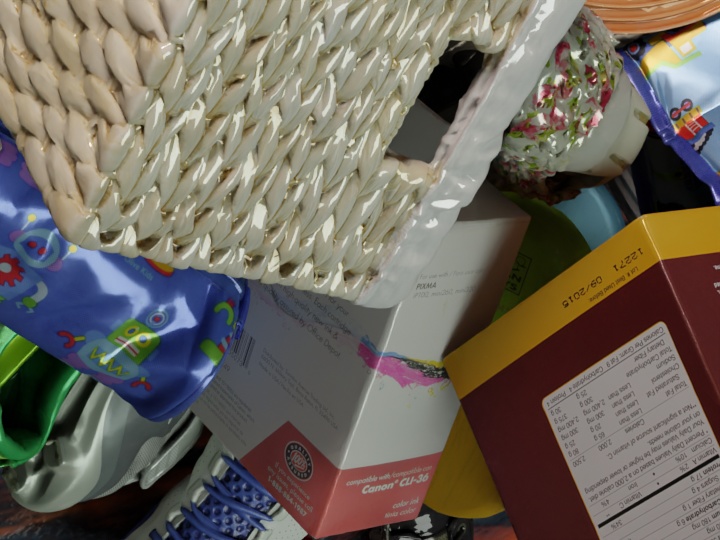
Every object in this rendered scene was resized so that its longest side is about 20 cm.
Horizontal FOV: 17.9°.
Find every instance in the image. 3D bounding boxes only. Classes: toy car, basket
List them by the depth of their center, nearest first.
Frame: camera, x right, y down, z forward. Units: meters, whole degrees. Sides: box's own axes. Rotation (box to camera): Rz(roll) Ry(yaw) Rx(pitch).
[{"bbox_3d":[-0.040,-0.122,0.854,0.160,0.200,0.199,5,129,-37],"label":"basket"},{"bbox_3d":[0.076,0.027,1.166,0.150,0.174,0.201,-49,160,-44],"label":"toy car"}]

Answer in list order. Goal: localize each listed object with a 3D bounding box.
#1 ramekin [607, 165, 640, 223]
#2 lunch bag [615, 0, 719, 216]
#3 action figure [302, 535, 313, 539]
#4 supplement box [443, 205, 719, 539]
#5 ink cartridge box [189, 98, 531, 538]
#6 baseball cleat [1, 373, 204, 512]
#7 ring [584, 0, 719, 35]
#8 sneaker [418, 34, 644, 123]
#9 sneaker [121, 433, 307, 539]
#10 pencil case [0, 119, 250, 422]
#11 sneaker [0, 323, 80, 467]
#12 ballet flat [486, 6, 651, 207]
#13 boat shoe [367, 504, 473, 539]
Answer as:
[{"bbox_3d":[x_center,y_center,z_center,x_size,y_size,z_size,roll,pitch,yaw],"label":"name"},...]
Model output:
[{"bbox_3d":[0.212,-0.079,1.168,0.199,0.105,0.201,-21,142,-17],"label":"ramekin"},{"bbox_3d":[0.203,-0.054,1.048,0.150,0.094,0.200,-30,154,-5],"label":"lunch bag"},{"bbox_3d":[-0.033,0.204,1.244,0.065,0.099,0.200,-41,-175,11],"label":"action figure"},{"bbox_3d":[0.178,0.088,0.960,0.196,0.201,0.133,-7,158,-42],"label":"supplement box"},{"bbox_3d":[0.000,0.000,0.997,0.067,0.116,0.201,-6,126,-41],"label":"ink cartridge box"},{"bbox_3d":[-0.098,0.037,1.113,0.200,0.070,0.106,-48,156,23],"label":"baseball cleat"},{"bbox_3d":[0.111,-0.199,0.946,0.199,0.019,0.202,-1,103,-6],"label":"ring"},{"bbox_3d":[0.090,-0.107,1.085,0.199,0.078,0.086,-22,150,-2],"label":"sneaker"},{"bbox_3d":[-0.077,0.143,1.160,0.200,0.080,0.115,-49,-179,37],"label":"sneaker"},{"bbox_3d":[-0.132,-0.018,0.949,0.087,0.078,0.200,-28,127,36],"label":"pencil case"},{"bbox_3d":[-0.191,0.060,1.039,0.200,0.084,0.074,-39,144,8],"label":"sneaker"},{"bbox_3d":[0.087,-0.065,0.942,0.076,0.064,0.200,-61,180,-1],"label":"ballet flat"},{"bbox_3d":[0.038,0.163,1.341,0.071,0.065,0.201,-15,139,-21],"label":"boat shoe"}]
